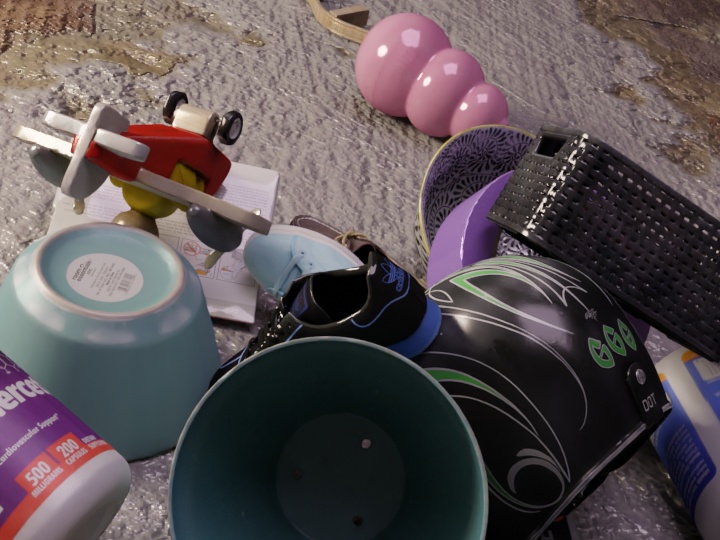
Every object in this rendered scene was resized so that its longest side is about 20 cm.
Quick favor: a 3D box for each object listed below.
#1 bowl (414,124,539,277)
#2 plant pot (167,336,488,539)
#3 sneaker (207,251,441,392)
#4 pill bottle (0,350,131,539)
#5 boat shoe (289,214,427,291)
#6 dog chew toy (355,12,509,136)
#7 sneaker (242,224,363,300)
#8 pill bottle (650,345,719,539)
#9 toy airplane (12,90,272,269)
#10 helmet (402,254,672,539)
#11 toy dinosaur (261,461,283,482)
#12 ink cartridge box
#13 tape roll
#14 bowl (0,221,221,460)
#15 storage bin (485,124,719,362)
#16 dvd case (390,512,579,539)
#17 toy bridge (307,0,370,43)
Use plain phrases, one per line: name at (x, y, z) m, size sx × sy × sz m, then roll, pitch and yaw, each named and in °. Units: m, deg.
bowl at (0.123, -0.028, 1.149) m, size 0.199 × 0.094 × 0.203 m, roll 8°, pitch 71°, yaw -24°
plant pot at (-0.018, 0.147, 0.803) m, size 0.198 × 0.202 × 0.135 m, roll 18°, pitch -3°, yaw 4°
sneaker at (-0.042, 0.046, 0.858) m, size 0.078 × 0.199 × 0.071 m, roll 45°, pitch 31°, yaw -35°
pill bottle at (-0.251, 0.108, 0.766) m, size 0.199 × 0.113 × 0.112 m, roll 38°, pitch 37°, yaw 9°
boat shoe at (0.000, 0.000, 1.116) m, size 0.071 × 0.060 × 0.200 m, roll -15°, pitch 44°, yaw -38°
dog chew toy at (0.091, -0.218, 1.432) m, size 0.199 × 0.125 × 0.124 m, roll 37°, pitch 38°, yaw 16°
sneaker at (-0.022, 0.027, 1.020) m, size 0.199 × 0.074 × 0.082 m, roll 31°, pitch 15°, yaw 10°
pill bottle at (0.308, 0.159, 0.965) m, size 0.111 × 0.113 × 0.201 m, roll 5°, pitch 35°, yaw -16°
toy airplane at (-0.187, -0.073, 1.011) m, size 0.197 × 0.143 × 0.200 m, roll 9°, pitch 17°, yaw -23°
helmet at (0.112, 0.084, 0.891) m, size 0.191 × 0.201 × 0.199 m, roll 47°, pitch 42°, yaw 17°
toy dinosaur at (-0.036, 0.091, 0.934) m, size 0.101 × 0.058 × 0.200 m, roll 19°, pitch 59°, yaw 43°
ink cartridge box at (-0.183, -0.032, 1.102) m, size 0.198 × 0.045 × 0.178 m, roll 11°, pitch 55°, yaw -7°
tape roll at (0.160, 0.013, 1.062) m, size 0.198 × 0.066 × 0.202 m, roll 9°, pitch 69°, yaw -23°
bowl at (-0.197, 0.038, 0.926) m, size 0.199 × 0.106 × 0.202 m, roll 11°, pitch 36°, yaw -8°
storage bin at (0.215, -0.023, 0.969) m, size 0.199 × 0.094 × 0.135 m, roll 33°, pitch 3°, yaw -12°
dvd case at (0.089, 0.170, 0.935) m, size 0.149 × 0.025 × 0.201 m, roll 9°, pitch 33°, yaw -10°
toy bridge at (-0.018, -0.345, 1.651) m, size 0.067 × 0.027 × 0.200 m, roll -18°, pitch 46°, yaw -37°
